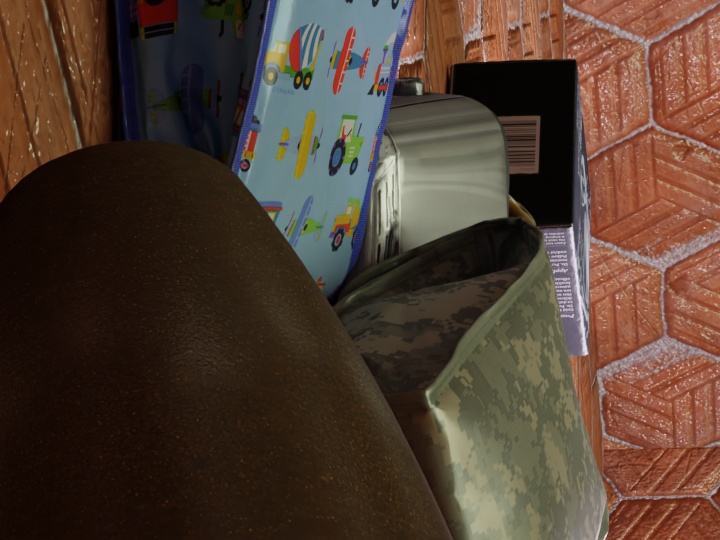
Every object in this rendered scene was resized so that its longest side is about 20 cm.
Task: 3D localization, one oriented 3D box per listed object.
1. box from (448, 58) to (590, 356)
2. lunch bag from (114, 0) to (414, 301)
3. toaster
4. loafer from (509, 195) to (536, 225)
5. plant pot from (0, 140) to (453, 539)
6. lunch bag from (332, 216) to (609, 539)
[{"bbox_3d":[0.147,-0.055,2.056,0.197,0.123,0.201,78,13,-52],"label":"box"},{"bbox_3d":[-0.041,-0.064,0.999,0.150,0.094,0.201,-4,97,-66],"label":"lunch bag"},{"bbox_3d":[0.000,0.000,1.143,0.129,0.113,0.201,-4,99,-55],"label":"toaster"},{"bbox_3d":[0.046,-0.059,1.344,0.200,0.072,0.073,43,40,-60],"label":"loafer"},{"bbox_3d":[-0.066,0.064,0.713,0.187,0.186,0.201,75,1,-52],"label":"plant pot"},{"bbox_3d":[0.044,0.085,1.031,0.200,0.117,0.165,-43,121,-54],"label":"lunch bag"}]
